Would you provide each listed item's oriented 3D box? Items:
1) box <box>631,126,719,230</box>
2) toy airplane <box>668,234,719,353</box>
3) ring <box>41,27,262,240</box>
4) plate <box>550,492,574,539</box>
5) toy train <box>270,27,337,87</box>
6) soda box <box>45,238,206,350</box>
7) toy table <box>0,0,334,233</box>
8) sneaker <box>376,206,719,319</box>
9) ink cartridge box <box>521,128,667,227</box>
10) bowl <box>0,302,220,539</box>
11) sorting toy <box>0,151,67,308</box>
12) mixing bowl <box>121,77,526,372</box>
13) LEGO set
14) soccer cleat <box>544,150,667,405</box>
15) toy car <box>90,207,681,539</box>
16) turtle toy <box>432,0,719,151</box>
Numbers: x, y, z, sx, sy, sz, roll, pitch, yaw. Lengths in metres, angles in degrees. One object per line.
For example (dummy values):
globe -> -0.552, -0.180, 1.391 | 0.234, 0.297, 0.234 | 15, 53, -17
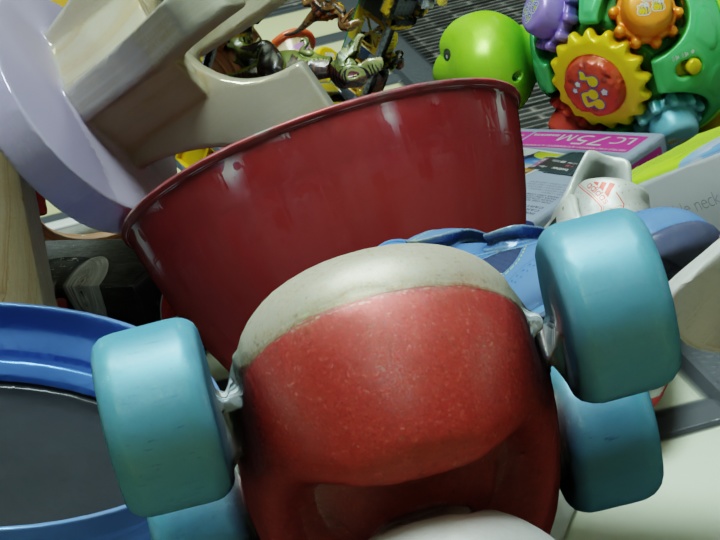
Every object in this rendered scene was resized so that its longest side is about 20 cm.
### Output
box -> 0.208, -0.056, 1.030 | 0.122, 0.048, 0.200 | -27, 3, -36
toy airplane -> 0.184, 0.052, 0.700 | 0.199, 0.141, 0.200 | 38, 19, 29
ring -> -0.137, -0.074, 1.173 | 0.200, 0.201, 0.019 | -24, 54, -30
plate -> -0.012, 0.101, 0.854 | 0.199, 0.032, 0.200 | -5, 21, 20
toy train -> -0.091, -0.099, 1.294 | 0.200, 0.056, 0.150 | -12, -22, -14
soda box -> -0.182, 0.024, 1.107 | 0.200, 0.063, 0.071 | -2, 23, 27
toy table -> -0.098, -0.101, 0.974 | 0.117, 0.184, 0.200 | -34, 15, 11
sneaker -> 0.046, 0.013, 0.795 | 0.200, 0.074, 0.082 | -25, 58, 25
ink cartridge box -> 0.074, -0.030, 1.144 | 0.119, 0.042, 0.200 | 5, 28, 39
bowl -> -0.156, 0.072, 0.842 | 0.200, 0.039, 0.201 | 4, 23, -2
sorting toy -> -0.245, -0.002, 1.032 | 0.198, 0.200, 0.070 | -11, -1, 13
mixing bowl -> 0.000, 0.000, 0.954 | 0.200, 0.109, 0.200 | -20, -11, -4
LEGO set -> -0.018, -0.101, 1.144 | 0.200, 0.154, 0.116 | -1, 34, -49
soccer cleat -> 0.111, 0.003, 0.949 | 0.068, 0.085, 0.200 | 14, 19, -1
toy car -> 0.027, 0.110, 0.665 | 0.184, 0.177, 0.200 | -13, 60, -3
turtle toy -> 0.140, -0.130, 1.230 | 0.200, 0.146, 0.101 | 2, 32, 36
